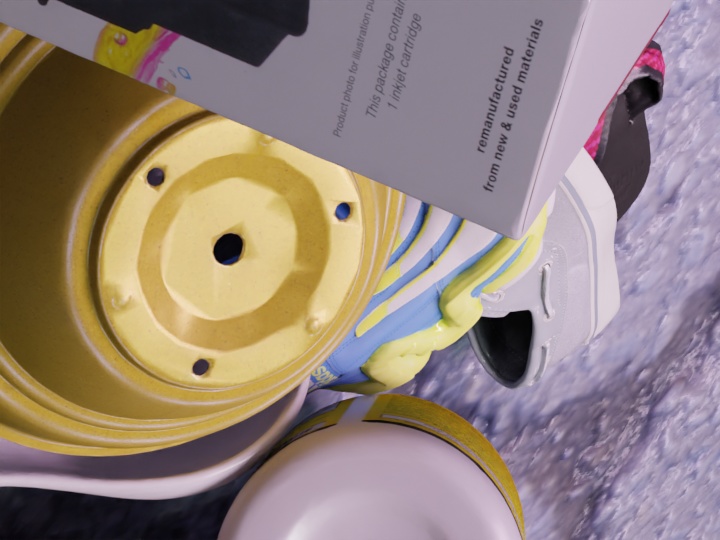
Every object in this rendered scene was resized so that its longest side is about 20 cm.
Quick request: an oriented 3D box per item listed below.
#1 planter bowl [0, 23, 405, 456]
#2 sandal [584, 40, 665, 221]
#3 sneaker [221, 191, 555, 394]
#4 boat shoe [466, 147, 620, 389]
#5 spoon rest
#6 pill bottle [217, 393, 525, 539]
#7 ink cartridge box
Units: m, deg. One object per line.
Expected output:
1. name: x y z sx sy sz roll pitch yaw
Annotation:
1. planter bowl: -0.056 -0.018 0.823 0.199 0.083 0.201 -10 114 -23
2. sandal: 0.105 -0.069 1.105 0.075 0.045 0.200 -44 149 -13
3. sneaker: 0.000 0.000 0.975 0.105 0.076 0.200 -22 156 -29
4. boat shoe: 0.063 -0.008 1.088 0.072 0.070 0.201 -47 152 -14
5. spoon rest: -0.109 0.064 0.920 0.199 0.099 0.061 -32 142 -11
6. pill bottle: 0.008 0.106 0.988 0.113 0.112 0.200 -54 178 4
7. ink cartridge box: -0.015 -0.111 0.710 0.146 0.199 0.083 -53 162 -51
